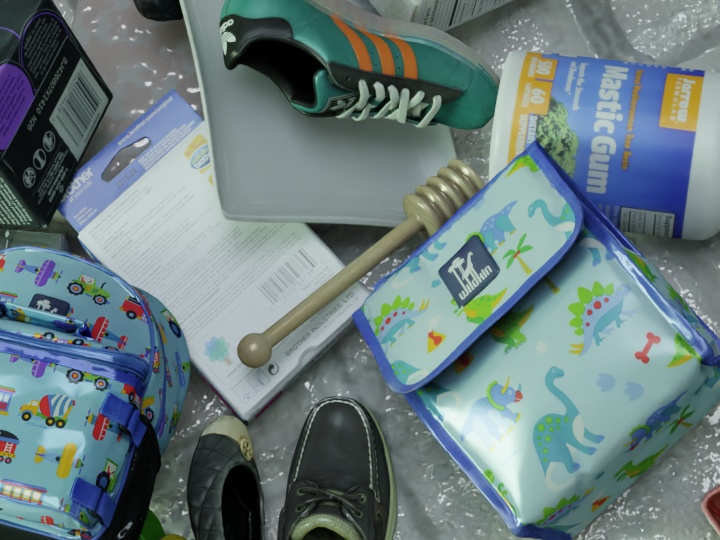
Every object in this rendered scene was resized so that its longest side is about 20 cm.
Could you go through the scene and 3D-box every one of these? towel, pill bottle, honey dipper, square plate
[{"bbox_3d":[-0.111,-0.115,1.590,0.198,0.032,0.192,1,65,5],"label":"towel"},{"bbox_3d":[0.189,-0.080,1.504,0.198,0.112,0.113,7,66,9],"label":"pill bottle"},{"bbox_3d":[0.000,0.000,1.476,0.200,0.038,0.038,-40,68,-19],"label":"honey dipper"},{"bbox_3d":[-0.029,-0.116,1.535,0.197,0.028,0.201,2,64,-32],"label":"square plate"}]

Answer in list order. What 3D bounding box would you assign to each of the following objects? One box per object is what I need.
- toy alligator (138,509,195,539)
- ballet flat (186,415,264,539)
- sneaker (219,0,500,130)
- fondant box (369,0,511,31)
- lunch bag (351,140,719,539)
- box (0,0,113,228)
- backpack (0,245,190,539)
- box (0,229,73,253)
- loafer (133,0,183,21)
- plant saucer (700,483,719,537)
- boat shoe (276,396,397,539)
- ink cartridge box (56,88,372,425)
[{"bbox_3d":[-0.110,0.234,1.421,0.054,0.059,0.201,8,57,-38],"label":"toy alligator"},{"bbox_3d":[-0.071,0.173,1.420,0.057,0.066,0.201,-28,45,23],"label":"ballet flat"},{"bbox_3d":[-0.002,-0.126,1.498,0.199,0.071,0.080,21,56,-12],"label":"sneaker"},{"bbox_3d":[0.075,-0.258,1.596,0.199,0.058,0.145,-26,65,-26],"label":"fondant box"},{"bbox_3d":[0.110,0.043,1.426,0.170,0.127,0.200,-43,66,9],"label":"lunch bag"},{"bbox_3d":[-0.287,-0.109,1.521,0.199,0.106,0.123,5,54,30],"label":"box"},{"bbox_3d":[-0.199,0.073,1.407,0.181,0.135,0.201,17,65,8],"label":"backpack"},{"bbox_3d":[-0.282,0.068,1.511,0.157,0.048,0.201,4,66,5],"label":"box"},{"bbox_3d":[-0.135,-0.240,1.615,0.072,0.073,0.201,-11,37,22],"label":"loafer"},{"bbox_3d":[0.345,0.178,1.415,0.199,0.037,0.200,-30,66,-10],"label":"plant saucer"},{"bbox_3d":[-0.017,0.168,1.433,0.071,0.066,0.202,3,66,6],"label":"boat shoe"},{"bbox_3d":[-0.099,-0.010,1.512,0.119,0.042,0.200,-42,83,-9],"label":"ink cartridge box"}]
